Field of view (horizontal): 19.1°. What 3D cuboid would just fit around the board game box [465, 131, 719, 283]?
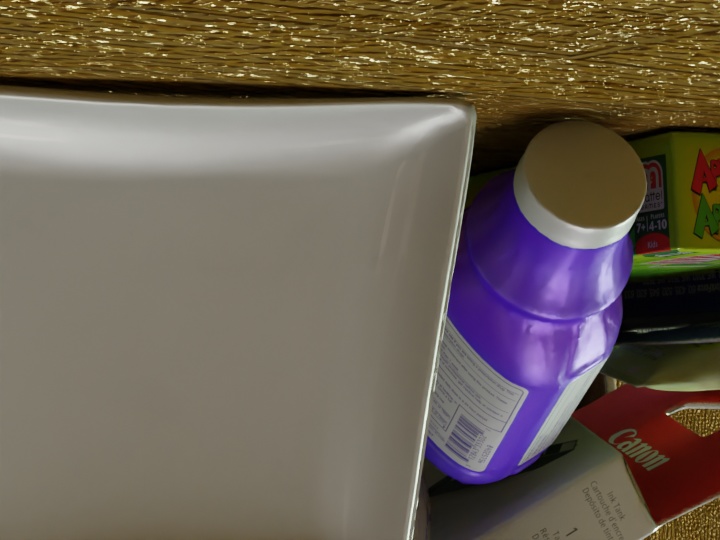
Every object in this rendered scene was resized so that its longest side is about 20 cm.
[{"bbox_3d":[0.113,-0.022,0.924,0.101,0.048,0.200,1,175,-30],"label":"board game box"}]

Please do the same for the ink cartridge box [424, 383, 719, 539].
[{"bbox_3d":[0.100,0.085,1.013,0.176,0.045,0.200,-29,-167,-6],"label":"ink cartridge box"}]

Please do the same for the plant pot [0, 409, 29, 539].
[{"bbox_3d":[-0.142,0.046,0.846,0.188,0.201,0.201,13,-175,32],"label":"plant pot"}]

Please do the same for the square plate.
[{"bbox_3d":[-0.067,0.034,0.709,0.199,0.199,0.028,0,-161,-25],"label":"square plate"}]

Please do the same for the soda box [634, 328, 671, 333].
[{"bbox_3d":[0.084,0.010,1.185,0.199,0.071,0.063,-1,175,-26],"label":"soda box"}]

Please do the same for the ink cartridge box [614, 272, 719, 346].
[{"bbox_3d":[0.196,-0.005,1.017,0.199,0.047,0.198,-11,-178,-27],"label":"ink cartridge box"}]

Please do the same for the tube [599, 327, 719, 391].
[{"bbox_3d":[0.212,0.033,1.047,0.199,0.052,0.058,-10,147,-13],"label":"tube"}]

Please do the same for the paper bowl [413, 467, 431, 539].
[{"bbox_3d":[-0.061,0.122,0.955,0.200,0.201,0.104,-4,163,27],"label":"paper bowl"}]

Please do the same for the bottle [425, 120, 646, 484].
[{"bbox_3d":[0.062,0.013,0.851,0.065,0.084,0.200,-30,160,-25],"label":"bottle"}]

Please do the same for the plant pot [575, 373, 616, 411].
[{"bbox_3d":[0.036,0.074,1.350,0.200,0.201,0.198,-1,-177,-11],"label":"plant pot"}]
